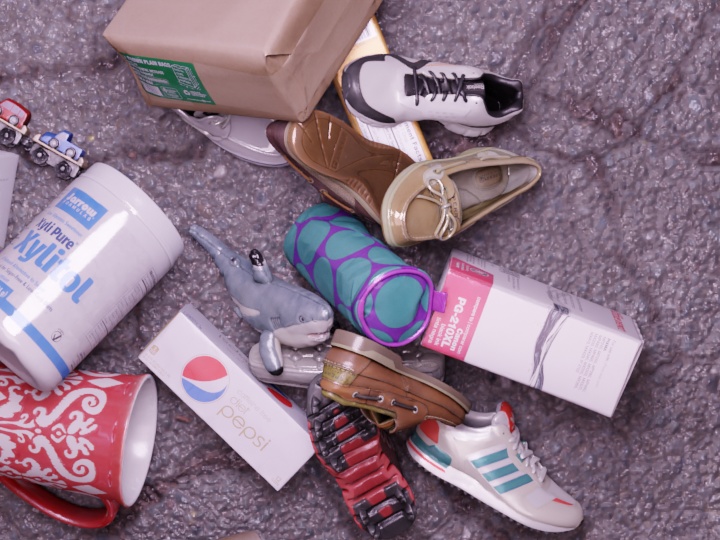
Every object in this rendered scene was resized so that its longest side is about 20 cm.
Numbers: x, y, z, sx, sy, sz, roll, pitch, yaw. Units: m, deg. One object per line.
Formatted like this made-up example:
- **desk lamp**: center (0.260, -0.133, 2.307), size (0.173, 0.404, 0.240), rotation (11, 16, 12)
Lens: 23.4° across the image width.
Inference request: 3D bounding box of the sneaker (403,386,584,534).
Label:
- **sneaker**: center (0.148, 0.190, 1.758), size (0.199, 0.070, 0.094), rotation (28, 104, 3)

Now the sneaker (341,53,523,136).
- **sneaker**: center (0.072, -0.175, 1.665), size (0.199, 0.080, 0.074), rotation (1, 82, -35)

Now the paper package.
- **paper package**: center (-0.106, -0.242, 1.627), size (0.199, 0.104, 0.191), rotation (11, 56, 32)

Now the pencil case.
- **pencil case**: center (0.000, 0.000, 1.679), size (0.092, 0.200, 0.086), rotation (0, 112, -24)

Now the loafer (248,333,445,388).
- **loafer**: center (-0.014, 0.103, 1.756), size (0.198, 0.070, 0.070), rotation (3, 128, 1)

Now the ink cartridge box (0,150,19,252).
- **ink cartridge box**: center (-0.438, -0.035, 1.752), size (0.144, 0.085, 0.201), rotation (13, 99, 13)

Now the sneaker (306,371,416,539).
- **sneaker**: center (-0.008, 0.173, 1.739), size (0.070, 0.098, 0.201), rotation (-25, 119, 0)

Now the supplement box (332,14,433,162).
- **supplement box**: center (0.010, -0.180, 1.724), size (0.068, 0.067, 0.201), rotation (-20, 96, 3)

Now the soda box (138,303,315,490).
- **soda box**: center (-0.130, 0.128, 1.773), size (0.200, 0.064, 0.068), rotation (44, 98, -2)

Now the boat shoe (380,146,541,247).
- **boat shoe**: center (0.096, -0.073, 1.669), size (0.063, 0.200, 0.074), rotation (5, 108, 40)

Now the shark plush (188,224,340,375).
- **shark plush**: center (-0.091, 0.009, 1.732), size (0.090, 0.084, 0.200), rotation (-25, 54, -18)

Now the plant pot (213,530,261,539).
- **plant pot**: center (-0.154, 0.355, 1.752), size (0.173, 0.200, 0.201), rotation (-29, 95, -9)

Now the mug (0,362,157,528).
- **mug**: center (-0.321, 0.179, 1.761), size (0.198, 0.133, 0.179), rotation (9, 96, 6)

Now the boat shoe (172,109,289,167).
- **boat shoe**: center (-0.145, -0.168, 1.735), size (0.200, 0.066, 0.072), rotation (37, 98, -1)

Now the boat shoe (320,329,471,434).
- **boat shoe**: center (0.028, 0.121, 1.662), size (0.200, 0.072, 0.068), rotation (30, 78, -42)

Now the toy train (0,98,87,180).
- **toy train**: center (-0.360, -0.153, 1.770), size (0.199, 0.034, 0.046), rotation (31, 86, 0)

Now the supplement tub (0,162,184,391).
- **supplement tub**: center (-0.285, 0.007, 1.702), size (0.132, 0.132, 0.200), rotation (43, 74, -2)

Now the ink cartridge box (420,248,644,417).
- **ink cartridge box**: center (0.167, 0.059, 1.703), size (0.199, 0.145, 0.085), rotation (21, 100, 1)

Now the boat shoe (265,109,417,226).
- **boat shoe**: center (-0.009, -0.091, 1.662), size (0.199, 0.072, 0.073), rotation (29, 74, -36)
